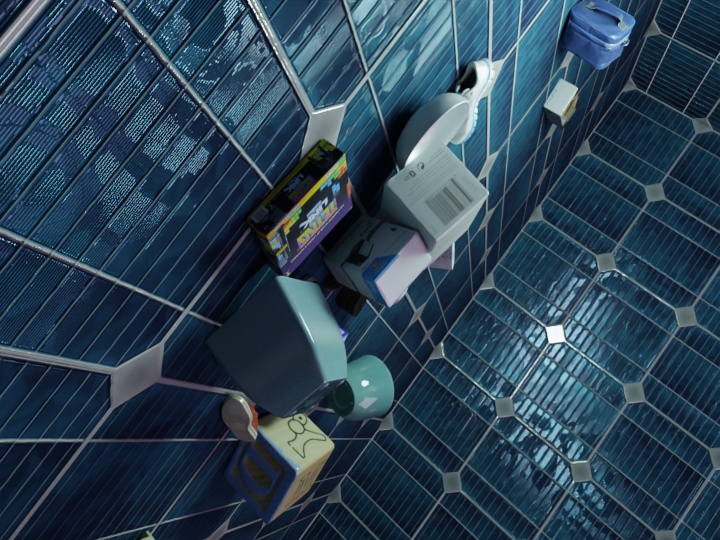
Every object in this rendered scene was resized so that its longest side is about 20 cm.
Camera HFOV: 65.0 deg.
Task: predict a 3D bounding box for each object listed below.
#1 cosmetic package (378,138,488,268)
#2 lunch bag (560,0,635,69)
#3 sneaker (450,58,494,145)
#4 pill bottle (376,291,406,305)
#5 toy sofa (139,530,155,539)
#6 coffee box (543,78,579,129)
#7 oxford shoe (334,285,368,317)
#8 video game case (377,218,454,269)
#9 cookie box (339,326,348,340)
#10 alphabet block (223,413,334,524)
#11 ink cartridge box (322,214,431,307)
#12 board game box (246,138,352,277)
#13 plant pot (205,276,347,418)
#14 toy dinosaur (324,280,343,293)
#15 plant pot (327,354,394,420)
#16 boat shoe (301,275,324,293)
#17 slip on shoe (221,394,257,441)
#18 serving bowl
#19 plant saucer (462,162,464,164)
[{"bbox_3d":[0.153,-0.138,1.246,0.164,0.166,0.201,-39,168,-14],"label":"cosmetic package"},{"bbox_3d":[0.720,-0.723,1.705,0.135,0.199,0.134,-39,155,-19],"label":"lunch bag"},{"bbox_3d":[0.239,-0.395,1.325,0.085,0.074,0.205,-17,132,-48],"label":"sneaker"},{"bbox_3d":[0.072,0.030,1.491,0.113,0.111,0.200,-51,174,-5],"label":"pill bottle"},{"bbox_3d":[-0.512,0.650,1.219,0.084,0.097,0.200,-53,160,2],"label":"toy sofa"},{"bbox_3d":[0.764,-0.628,2.145,0.115,0.079,0.199,-59,160,12],"label":"coffee box"},{"bbox_3d":[0.000,0.000,1.338,0.203,0.083,0.073,-60,158,-15],"label":"oxford shoe"},{"bbox_3d":[0.142,-0.065,1.440,0.182,0.193,0.047,66,33,-69],"label":"video game case"},{"bbox_3d":[-0.133,0.250,1.483,0.170,0.074,0.204,-29,150,-52],"label":"cookie box"},{"bbox_3d":[-0.221,0.518,1.551,0.200,0.194,0.198,-58,159,19],"label":"alphabet block"},{"bbox_3d":[0.032,-0.027,1.220,0.146,0.198,0.085,-47,126,-16],"label":"ink cartridge box"},{"bbox_3d":[-0.100,-0.104,1.005,0.201,0.056,0.167,-49,159,-16],"label":"board game box"},{"bbox_3d":[-0.135,0.160,1.077,0.194,0.203,0.196,-39,163,12],"label":"plant pot"},{"bbox_3d":[-0.011,0.023,1.420,0.199,0.060,0.108,-36,152,-44],"label":"toy dinosaur"},{"bbox_3d":[-0.013,0.393,1.847,0.158,0.200,0.204,-5,130,-48],"label":"plant pot"},{"bbox_3d":[-0.113,0.098,1.291,0.069,0.066,0.203,-36,153,-40],"label":"boat shoe"},{"bbox_3d":[-0.277,0.335,1.320,0.203,0.071,0.063,86,10,-53],"label":"slip on shoe"},{"bbox_3d":[0.142,-0.302,1.209,0.199,0.066,0.201,-43,170,-9],"label":"serving bowl"},{"bbox_3d":[0.231,-0.227,1.624,0.200,0.031,0.202,-46,158,-24],"label":"plant saucer"}]
